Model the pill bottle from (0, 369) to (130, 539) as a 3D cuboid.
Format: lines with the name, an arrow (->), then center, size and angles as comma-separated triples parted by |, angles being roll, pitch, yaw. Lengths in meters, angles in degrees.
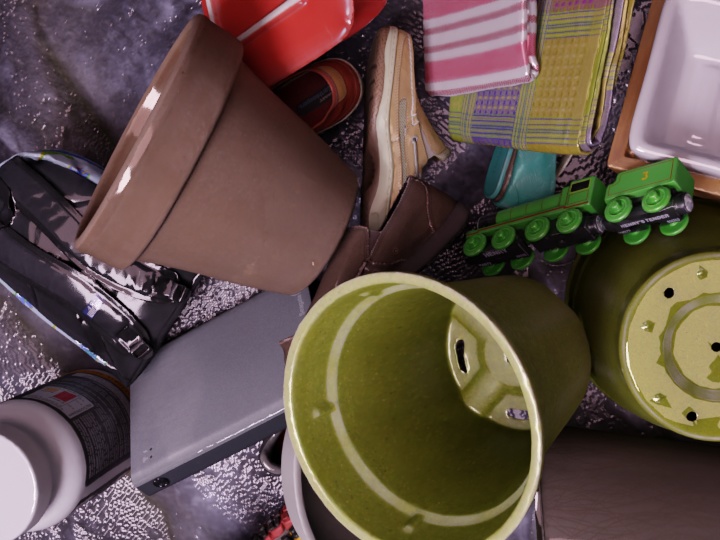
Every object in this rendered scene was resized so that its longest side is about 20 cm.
pill bottle -> -0.277, 0.161, 0.858 | 0.115, 0.200, 0.117 | 1, 95, 11

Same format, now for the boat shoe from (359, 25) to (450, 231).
boat shoe -> 0.040, -0.107, 0.841 | 0.076, 0.072, 0.202 | 2, 104, -3

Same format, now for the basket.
basket -> 0.245, 0.211, 0.793 | 0.198, 0.136, 0.182 | -3, 77, 8

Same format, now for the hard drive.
hard drive -> -0.115, 0.097, 0.861 | 0.199, 0.140, 0.033 | -28, 134, 13

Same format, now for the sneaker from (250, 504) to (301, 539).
sneaker -> -0.012, 0.222, 0.884 | 0.200, 0.078, 0.082 | -43, 114, 8

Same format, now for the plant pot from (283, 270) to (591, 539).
plant pot -> 0.077, 0.083, 0.715 | 0.199, 0.184, 0.202 | 9, 106, 33

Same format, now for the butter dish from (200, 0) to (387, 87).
butter dish -> -0.040, -0.259, 0.802 | 0.199, 0.147, 0.201 | -17, 86, 52

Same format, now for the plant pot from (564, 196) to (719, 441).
plant pot -> 0.258, 0.041, 0.740 | 0.199, 0.193, 0.202 | 1, 96, 11

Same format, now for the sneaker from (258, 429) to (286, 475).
sneaker -> -0.017, 0.113, 0.860 | 0.077, 0.082, 0.200 | 40, 102, 5

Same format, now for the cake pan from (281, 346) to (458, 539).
cake pan -> 0.013, 0.154, 0.786 | 0.037, 0.199, 0.202 | -5, 96, 47

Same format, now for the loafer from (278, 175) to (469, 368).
loafer -> 0.000, 0.000, 0.787 | 0.071, 0.073, 0.200 | 45, 72, -3

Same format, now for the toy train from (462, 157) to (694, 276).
toy train -> 0.163, -0.041, 0.752 | 0.199, 0.057, 0.042 | -14, 136, 42

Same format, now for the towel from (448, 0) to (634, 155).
towel -> 0.135, -0.165, 0.761 | 0.023, 0.200, 0.145 | 8, 95, -28

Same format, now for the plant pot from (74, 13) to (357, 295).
plant pot -> -0.102, -0.070, 0.763 | 0.174, 0.200, 0.201 | 27, 102, -20

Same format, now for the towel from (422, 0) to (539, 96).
towel -> 0.097, -0.244, 0.780 | 0.030, 0.146, 0.202 | -5, 98, -26

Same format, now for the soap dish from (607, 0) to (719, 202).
soap dish -> 0.305, -0.121, 0.752 | 0.199, 0.081, 0.158 | 16, 78, 10

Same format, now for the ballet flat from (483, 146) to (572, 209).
ballet flat -> 0.158, -0.146, 0.815 | 0.070, 0.067, 0.202 | 10, 99, -14

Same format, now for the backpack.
backpack -> -0.248, -0.023, 0.874 | 0.199, 0.154, 0.164 | 28, 106, -14

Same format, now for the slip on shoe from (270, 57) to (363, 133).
slip on shoe -> -0.088, -0.122, 0.858 | 0.199, 0.061, 0.074 | -29, 91, 21
